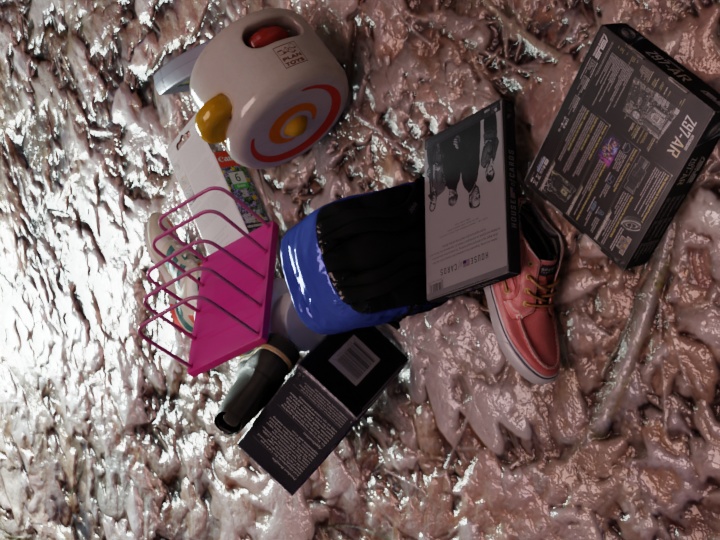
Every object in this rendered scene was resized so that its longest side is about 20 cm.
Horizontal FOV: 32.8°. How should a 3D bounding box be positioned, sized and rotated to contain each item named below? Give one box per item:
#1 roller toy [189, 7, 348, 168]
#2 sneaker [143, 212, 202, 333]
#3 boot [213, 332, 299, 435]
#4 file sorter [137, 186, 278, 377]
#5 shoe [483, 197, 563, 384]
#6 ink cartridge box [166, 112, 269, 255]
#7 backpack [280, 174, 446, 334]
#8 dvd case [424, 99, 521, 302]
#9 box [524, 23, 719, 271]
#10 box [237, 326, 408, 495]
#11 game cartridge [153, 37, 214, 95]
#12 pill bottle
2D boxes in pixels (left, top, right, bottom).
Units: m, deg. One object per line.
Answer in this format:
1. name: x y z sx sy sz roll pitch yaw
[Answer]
1. roller toy: -0.114 -0.227 1.563 0.182 0.199 0.140 -42 67 14
2. sneaker: -0.263 -0.006 1.886 0.093 0.070 0.202 -26 78 29
3. boot: -0.160 0.176 1.641 0.077 0.139 0.200 32 150 5
4. file sorter: -0.208 0.009 1.642 0.138 0.125 0.202 -26 43 30
5. shoe: 0.192 0.022 1.375 0.091 0.071 0.202 -38 67 51
6. ink cartridge box: -0.210 -0.120 1.799 0.109 0.050 0.202 -38 70 45
7. backpack: 0.000 0.000 1.486 0.167 0.199 0.164 -34 76 46
8. dvd case: 0.125 -0.077 1.402 0.150 0.024 0.203 -22 64 54
9. box: 0.273 -0.128 1.269 0.160 0.043 0.202 45 129 31
10. box: -0.051 0.175 1.608 0.104 0.148 0.201 41 132 5
11. game cartridge: -0.193 -0.286 1.676 0.199 0.132 0.041 -16 88 49
12. pill bottle: -0.136 0.067 1.716 0.199 0.112 0.114 0 100 48
